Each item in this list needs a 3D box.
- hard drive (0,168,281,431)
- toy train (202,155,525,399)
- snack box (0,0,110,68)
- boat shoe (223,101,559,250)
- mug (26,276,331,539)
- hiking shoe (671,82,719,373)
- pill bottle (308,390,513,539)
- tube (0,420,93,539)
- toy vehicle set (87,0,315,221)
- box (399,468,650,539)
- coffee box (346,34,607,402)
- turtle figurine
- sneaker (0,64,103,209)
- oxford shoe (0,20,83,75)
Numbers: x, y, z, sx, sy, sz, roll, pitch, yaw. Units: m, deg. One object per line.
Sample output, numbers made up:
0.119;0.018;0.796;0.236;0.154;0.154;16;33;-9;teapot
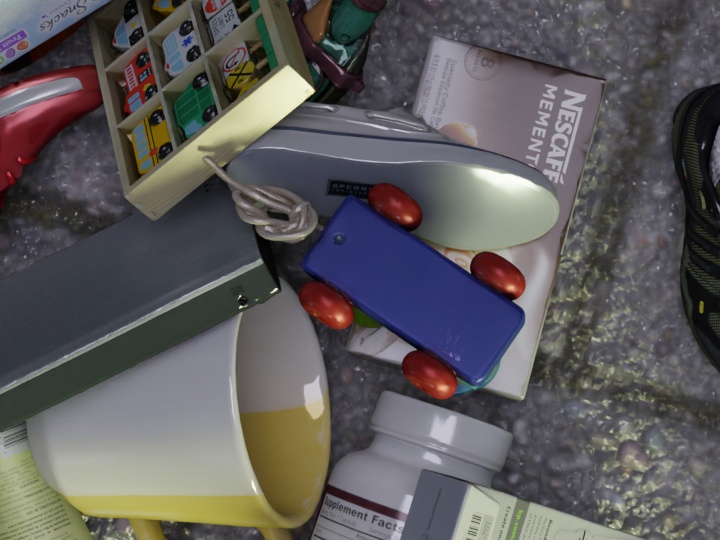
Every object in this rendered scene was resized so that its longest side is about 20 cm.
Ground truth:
-0.148;0.018;1.332;0.200;0.140;0.033;-27;117;4;hard drive
0.000;0.000;1.308;0.200;0.116;0.085;34;80;10;toy train
-0.212;-0.234;1.388;0.168;0.068;0.200;-31;53;0;snack box
0.020;-0.066;1.329;0.199;0.074;0.066;12;46;-13;boat shoe
-0.113;0.103;1.360;0.153;0.149;0.187;-8;81;19;mug
0.230;-0.019;1.384;0.075;0.101;0.201;-13;85;1;hiking shoe
0.022;0.180;1.367;0.113;0.113;0.201;19;86;3;pill bottle
-0.202;0.161;1.411;0.058;0.052;0.201;-22;89;38;tube
-0.098;-0.129;1.351;0.124;0.200;0.027;-38;126;14;toy vehicle set
0.085;0.212;1.330;0.041;0.200;0.156;14;85;43;box
0.071;-0.030;1.399;0.114;0.080;0.201;16;86;3;coffee box
-0.037;-0.147;1.406;0.101;0.150;0.200;31;111;-37;turtle figurine
-0.232;-0.045;1.422;0.199;0.078;0.116;-24;93;12;sneaker
-0.170;-0.210;1.428;0.200;0.071;0.073;-37;80;-1;oxford shoe
